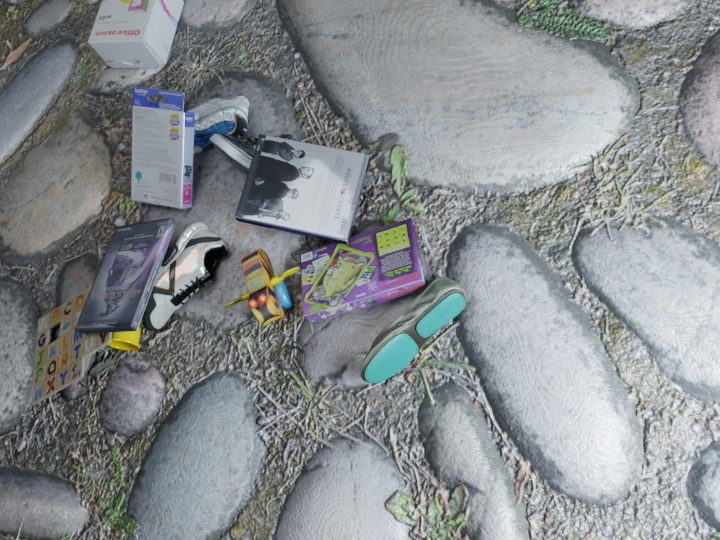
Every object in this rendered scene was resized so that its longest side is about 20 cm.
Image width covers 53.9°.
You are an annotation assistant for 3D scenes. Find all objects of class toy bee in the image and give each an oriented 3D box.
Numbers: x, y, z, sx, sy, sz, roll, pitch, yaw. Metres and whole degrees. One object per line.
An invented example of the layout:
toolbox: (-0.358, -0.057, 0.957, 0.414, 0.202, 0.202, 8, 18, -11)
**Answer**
toy bee: (-0.144, 0.040, 1.113, 0.131, 0.109, 0.200, -45, 63, -5)

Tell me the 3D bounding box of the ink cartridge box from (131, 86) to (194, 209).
ink cartridge box: (-0.356, -0.220, 1.272, 0.116, 0.042, 0.206, 11, 106, 22)

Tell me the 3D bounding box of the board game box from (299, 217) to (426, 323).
board game box: (0.000, 0.000, 1.112, 0.195, 0.033, 0.122, -17, 51, 13)

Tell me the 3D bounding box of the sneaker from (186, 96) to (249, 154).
sneaker: (-0.288, -0.276, 1.316, 0.195, 0.076, 0.088, -7, 46, 18)

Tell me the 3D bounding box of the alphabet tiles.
alphabet tiles: (-0.497, 0.118, 1.222, 0.197, 0.008, 0.171, -28, 54, 23)

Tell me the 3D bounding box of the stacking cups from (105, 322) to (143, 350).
stacking cups: (-0.391, 0.032, 1.227, 0.059, 0.061, 0.205, -1, 69, 18)

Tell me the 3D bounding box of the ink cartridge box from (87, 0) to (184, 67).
ink cartridge box: (-0.452, -0.525, 1.450, 0.141, 0.085, 0.205, 4, 72, 20)

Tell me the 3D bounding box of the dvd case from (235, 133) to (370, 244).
dvd case: (-0.094, -0.135, 1.159, 0.195, 0.025, 0.154, 12, 76, 12)

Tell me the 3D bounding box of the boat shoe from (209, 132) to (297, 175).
boat shoe: (-0.169, -0.207, 1.243, 0.198, 0.071, 0.092, 34, 81, 20)

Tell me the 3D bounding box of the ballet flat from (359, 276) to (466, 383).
ballet flat: (0.072, 0.087, 1.055, 0.199, 0.068, 0.064, -41, 35, -1)

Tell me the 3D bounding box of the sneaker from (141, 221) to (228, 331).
sneaker: (-0.300, 0.016, 1.195, 0.079, 0.074, 0.203, 26, 80, 23)

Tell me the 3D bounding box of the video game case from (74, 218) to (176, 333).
video game case: (-0.395, 0.008, 1.192, 0.140, 0.019, 0.204, -5, 57, 31)
